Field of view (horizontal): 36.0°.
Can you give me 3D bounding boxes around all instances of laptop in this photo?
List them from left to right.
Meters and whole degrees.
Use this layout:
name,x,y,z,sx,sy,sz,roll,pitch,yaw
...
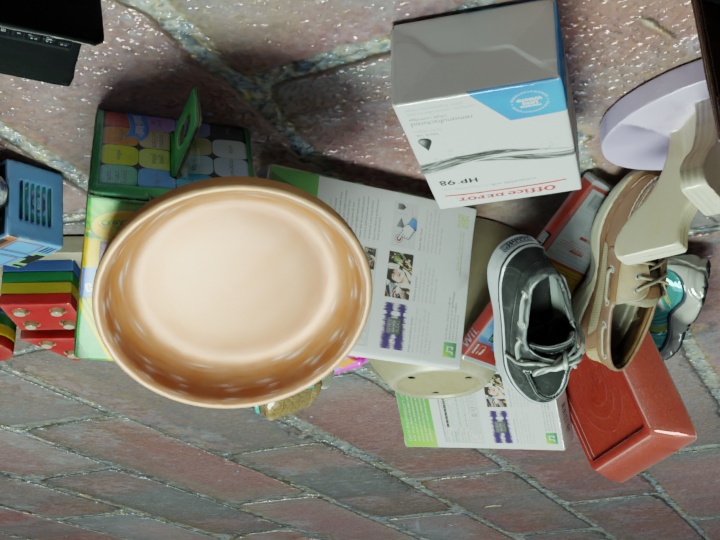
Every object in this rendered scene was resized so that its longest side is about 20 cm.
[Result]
name,x,y,z,sx,sy,sz,roll,pitch,yaw
laptop,-0.257,-0.144,0.681,0.176,0.104,0.200,9,155,-20

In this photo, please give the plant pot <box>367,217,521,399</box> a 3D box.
name,x,y,z,sx,sy,sz,roll,pitch,yaw
plant pot,0.074,0.049,1.093,0.199,0.135,0.200,0,157,0

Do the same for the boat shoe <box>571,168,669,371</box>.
name,x,y,z,sx,sy,sz,roll,pitch,yaw
boat shoe,0.242,0.002,0.975,0.075,0.072,0.201,-9,128,-24

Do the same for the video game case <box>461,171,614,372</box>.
name,x,y,z,sx,sy,sz,roll,pitch,yaw
video game case,0.192,0.016,1.019,0.143,0.017,0.200,22,110,-41

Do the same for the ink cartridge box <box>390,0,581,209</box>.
name,x,y,z,sx,sy,sz,roll,pitch,yaw
ink cartridge box,0.101,-0.106,0.819,0.115,0.067,0.200,-8,155,14

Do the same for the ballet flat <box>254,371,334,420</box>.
name,x,y,z,sx,sy,sz,roll,pitch,yaw
ballet flat,-0.060,0.091,0.995,0.072,0.068,0.200,-8,-179,-4

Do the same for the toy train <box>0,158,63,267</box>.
name,x,y,z,sx,sy,sz,roll,pitch,yaw
toy train,-0.348,-0.037,0.953,0.199,0.087,0.114,-19,156,35

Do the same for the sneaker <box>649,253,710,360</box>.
name,x,y,z,sx,sy,sz,roll,pitch,yaw
sneaker,0.309,0.032,1.162,0.079,0.078,0.200,16,154,11

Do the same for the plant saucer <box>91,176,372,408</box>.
name,x,y,z,sx,sy,sz,roll,pitch,yaw
plant saucer,-0.091,0.015,0.802,0.199,0.038,0.201,-5,126,-7

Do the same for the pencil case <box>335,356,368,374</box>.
name,x,y,z,sx,sy,sz,roll,pitch,yaw
pencil case,-0.059,0.091,1.249,0.088,0.089,0.200,16,150,-34

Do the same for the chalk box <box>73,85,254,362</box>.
name,x,y,z,sx,sy,sz,roll,pitch,yaw
chalk box,-0.150,-0.041,0.851,0.123,0.125,0.201,5,124,-13

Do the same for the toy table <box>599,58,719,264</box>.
name,x,y,z,sx,sy,sz,roll,pitch,yaw
toy table,0.278,-0.080,0.825,0.183,0.118,0.200,20,150,-38

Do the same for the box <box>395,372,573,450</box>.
name,x,y,z,sx,sy,sz,roll,pitch,yaw
box,0.129,0.127,1.238,0.199,0.145,0.036,-4,-165,30

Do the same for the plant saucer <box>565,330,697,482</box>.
name,x,y,z,sx,sy,sz,roll,pitch,yaw
plant saucer,0.252,0.112,1.157,0.037,0.201,0.200,-15,160,-17

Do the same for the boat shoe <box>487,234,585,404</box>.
name,x,y,z,sx,sy,sz,roll,pitch,yaw
boat shoe,0.162,0.059,0.973,0.073,0.068,0.200,-24,132,-14

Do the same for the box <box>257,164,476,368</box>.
name,x,y,z,sx,sy,sz,roll,pitch,yaw
box,0.000,0.000,0.945,0.199,0.145,0.036,11,171,-25

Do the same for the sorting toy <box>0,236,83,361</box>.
name,x,y,z,sx,sy,sz,roll,pitch,yaw
sorting toy,-0.351,0.039,1.140,0.199,0.070,0.199,-1,157,1

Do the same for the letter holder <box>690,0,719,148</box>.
name,x,y,z,sx,sy,sz,roll,pitch,yaw
letter holder,0.322,-0.124,0.691,0.199,0.143,0.101,11,154,-23
